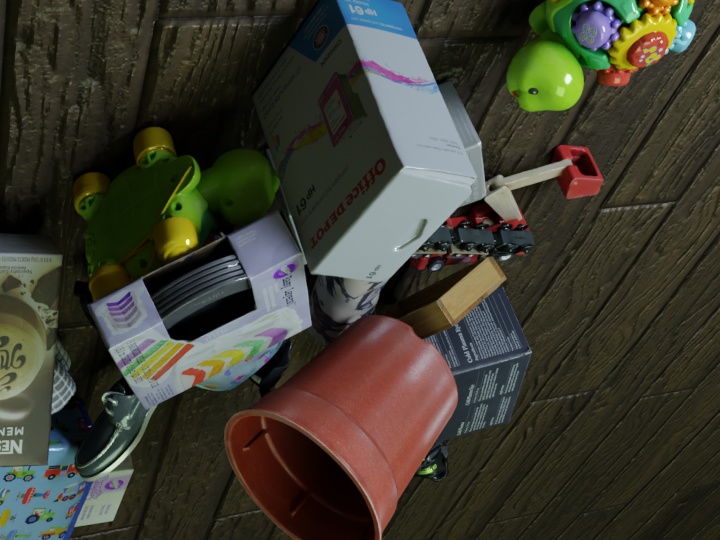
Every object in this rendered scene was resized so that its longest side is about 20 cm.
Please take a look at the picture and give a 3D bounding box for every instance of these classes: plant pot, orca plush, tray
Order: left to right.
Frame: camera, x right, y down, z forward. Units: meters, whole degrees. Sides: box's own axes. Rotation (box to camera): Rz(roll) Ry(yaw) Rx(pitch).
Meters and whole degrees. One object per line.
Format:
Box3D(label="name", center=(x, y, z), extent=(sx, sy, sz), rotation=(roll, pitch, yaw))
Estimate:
Box3D(label="orca plush", center=(-0.126, 0.101, 1.411), extent=(0.070, 0.200, 0.107), rotation=(4, 101, -11))
Box3D(label="plant pot", center=(-0.008, 0.163, 1.325), extent=(0.195, 0.200, 0.202), rotation=(-46, 167, -36))
Box3D(label="tray", center=(0.072, 0.049, 1.435), extent=(0.098, 0.037, 0.199), rotation=(-38, -176, -34))

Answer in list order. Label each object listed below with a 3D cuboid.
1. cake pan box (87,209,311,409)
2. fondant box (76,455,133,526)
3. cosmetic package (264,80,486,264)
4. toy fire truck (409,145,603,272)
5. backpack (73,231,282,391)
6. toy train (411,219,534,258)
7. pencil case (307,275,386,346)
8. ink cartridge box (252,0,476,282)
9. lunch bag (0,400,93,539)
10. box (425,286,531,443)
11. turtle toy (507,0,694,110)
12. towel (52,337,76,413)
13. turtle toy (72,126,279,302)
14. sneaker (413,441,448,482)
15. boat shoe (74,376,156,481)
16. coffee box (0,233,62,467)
Box3D(label="cake pan box", center=(-0.134, 0.038, 1.112), extent=(0.182, 0.053, 0.201), rotation=(-28, 161, -11))
Box3D(label="fondant box", center=(-0.397, 0.272, 1.577), extent=(0.197, 0.059, 0.145), rotation=(-5, 146, -28))
Box3D(label="cosmetic package", center=(0.015, -0.093, 1.225), extent=(0.197, 0.091, 0.107), rotation=(-24, 153, -3))
Box3D(label="toy fire truck", center=(0.155, -0.068, 1.392), extent=(0.197, 0.049, 0.142), rotation=(-8, 147, -20))
Box3D(label="backpack", center=(-0.168, 0.038, 1.278), extent=(0.166, 0.128, 0.200), rotation=(-32, 152, 12))
Box3D(label="toy train", center=(0.108, -0.031, 1.323), extent=(0.198, 0.035, 0.046), rotation=(0, 162, -44))
Box3D(label="pencil case", center=(0.000, 0.000, 1.373), extent=(0.089, 0.078, 0.201), rotation=(-24, 155, -31))
Box3D(label="ink cartridge box", center=(-0.002, -0.113, 1.065), extent=(0.084, 0.202, 0.145), rotation=(5, 141, -38))
Box3D(label="lunch bag", center=(-0.396, 0.259, 1.451), extent=(0.149, 0.094, 0.202), rotation=(3, 118, -36))
Box3D(label="box", center=(0.107, 0.134, 1.632), extent=(0.179, 0.105, 0.201), rotation=(-15, 149, -13))
Box3D(label="turtle toy", center=(0.216, -0.218, 1.121), extent=(0.198, 0.102, 0.146), rotation=(-29, 149, 13))
Box3D(label="towel", center=(-0.405, 0.107, 1.278), extent=(0.197, 0.087, 0.166), rotation=(-20, 149, -2))
Box3D(label="turtle toy", center=(-0.164, -0.045, 1.119), extent=(0.198, 0.147, 0.101), rotation=(-32, 143, 18))
Box3D(label="sneaker", center=(0.094, 0.257, 1.843), extent=(0.070, 0.084, 0.200), rotation=(-25, 150, 7))
Box3D(label="boat shoe", center=(-0.259, 0.137, 1.385), extent=(0.201, 0.073, 0.062), rotation=(-53, 130, -5))
Box3D(label="coffee box", center=(-0.340, 0.072, 1.153), extent=(0.111, 0.080, 0.204), rotation=(0, 105, -25))
